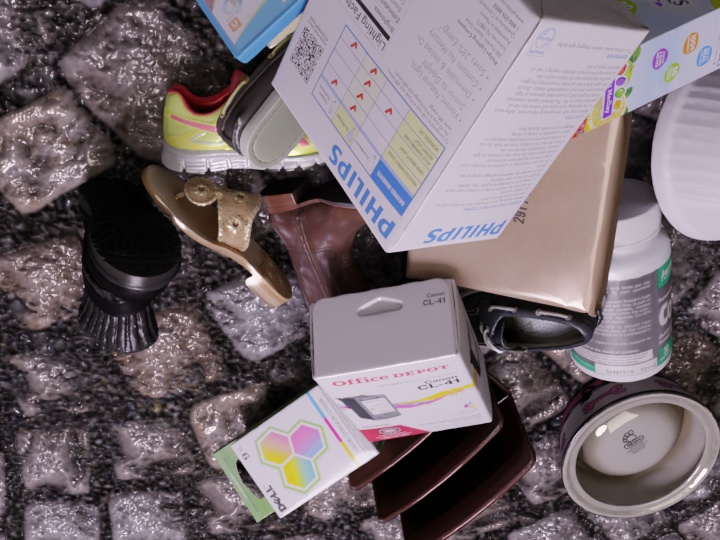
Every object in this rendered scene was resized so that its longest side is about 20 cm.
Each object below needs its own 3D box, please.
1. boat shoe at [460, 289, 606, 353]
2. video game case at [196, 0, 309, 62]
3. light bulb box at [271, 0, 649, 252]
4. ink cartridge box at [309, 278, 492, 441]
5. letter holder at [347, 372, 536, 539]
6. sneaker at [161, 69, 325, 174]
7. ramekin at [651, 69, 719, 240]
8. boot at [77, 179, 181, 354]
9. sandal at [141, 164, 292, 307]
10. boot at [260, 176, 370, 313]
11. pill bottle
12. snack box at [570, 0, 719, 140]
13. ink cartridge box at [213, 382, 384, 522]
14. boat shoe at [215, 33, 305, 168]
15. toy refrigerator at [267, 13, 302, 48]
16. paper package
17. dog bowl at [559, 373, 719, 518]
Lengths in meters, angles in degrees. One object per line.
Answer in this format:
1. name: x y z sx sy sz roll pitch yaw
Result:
1. boat shoe: 0.162 0.056 0.897 0.200 0.060 0.076 -18 124 47
2. video game case: -0.096 -0.288 0.676 0.143 0.018 0.200 -38 75 14
3. light bulb box: 0.059 -0.154 0.620 0.124 0.199 0.200 -8 143 -39
4. ink cartridge box: 0.046 0.098 0.860 0.147 0.086 0.200 -11 151 13
5. letter holder: 0.088 0.219 0.987 0.100 0.142 0.200 39 109 -24
6. sneaker: -0.094 -0.145 0.798 0.199 0.078 0.091 -6 116 -4
7. ramekin: 0.388 -0.118 0.815 0.200 0.098 0.201 -9 109 -27
8. boot: -0.223 0.019 0.805 0.079 0.211 0.158 -2 116 -23
9. sandal: -0.121 -0.049 0.849 0.069 0.078 0.212 -31 126 15
10. boot: 0.000 0.000 0.862 0.186 0.064 0.201 6 126 40
11. pill bottle: 0.276 0.011 0.909 0.113 0.113 0.201 -13 121 1
12. snack box: 0.200 -0.209 0.708 0.199 0.169 0.068 -26 137 -16
13. ink cartridge box: -0.081 0.215 0.989 0.200 0.059 0.104 -35 89 13
14. boat shoe: -0.046 -0.181 0.743 0.201 0.061 0.072 -48 146 -9
15. toy refrigerator: -0.012 -0.276 0.703 0.200 0.076 0.070 -31 109 17
16. paper package: 0.147 -0.080 0.793 0.190 0.103 0.201 11 113 19
17. dog bowl: 0.338 0.211 1.054 0.199 0.074 0.201 -3 120 -5
